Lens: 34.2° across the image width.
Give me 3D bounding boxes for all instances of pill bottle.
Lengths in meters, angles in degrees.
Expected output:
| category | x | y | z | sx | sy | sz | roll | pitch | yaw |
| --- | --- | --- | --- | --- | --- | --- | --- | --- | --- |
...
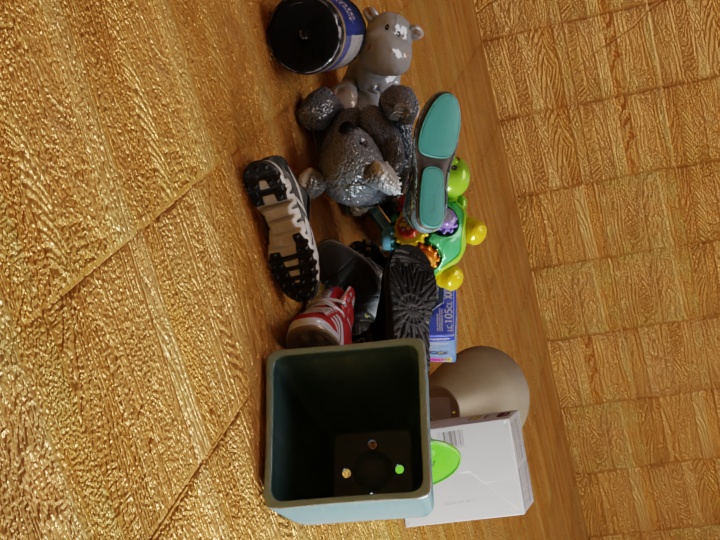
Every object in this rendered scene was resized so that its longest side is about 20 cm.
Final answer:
| category | x | y | z | sx | sy | sz | roll | pitch | yaw |
| --- | --- | --- | --- | --- | --- | --- | --- | --- | --- |
| pill bottle | -0.055 | -0.346 | 1.698 | 0.200 | 0.111 | 0.113 | -43 | 122 | -71 |

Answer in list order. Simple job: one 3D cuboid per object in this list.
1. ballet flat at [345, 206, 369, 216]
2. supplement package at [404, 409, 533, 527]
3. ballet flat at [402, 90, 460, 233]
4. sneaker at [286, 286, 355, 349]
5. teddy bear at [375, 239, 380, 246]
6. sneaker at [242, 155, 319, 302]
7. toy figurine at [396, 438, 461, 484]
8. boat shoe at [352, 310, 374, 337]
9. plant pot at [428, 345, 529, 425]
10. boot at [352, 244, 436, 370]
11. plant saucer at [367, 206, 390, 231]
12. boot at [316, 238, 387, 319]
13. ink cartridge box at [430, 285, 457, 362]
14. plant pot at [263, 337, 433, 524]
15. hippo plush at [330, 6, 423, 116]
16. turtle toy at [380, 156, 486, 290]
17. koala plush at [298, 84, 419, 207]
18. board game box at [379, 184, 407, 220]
| category | x | y | z | sx | sy | sz | roll | pitch | yaw |
| --- | --- | --- | --- | --- | --- | --- | --- | --- | --- |
| ballet flat | -0.016 | -0.181 | 1.819 | 0.072 | 0.071 | 0.201 | -72 | 149 | -58 |
| supplement package | 0.168 | 0.323 | 1.917 | 0.111 | 0.198 | 0.157 | -1 | 81 | -74 |
| ballet flat | 0.094 | -0.152 | 1.649 | 0.074 | 0.074 | 0.202 | 30 | 70 | -69 |
| sneaker | -0.052 | 0.060 | 1.548 | 0.200 | 0.071 | 0.113 | 59 | 29 | -68 |
| teddy bear | 0.054 | 0.019 | 1.940 | 0.146 | 0.066 | 0.201 | -87 | 160 | -44 |
| sneaker | -0.089 | -0.060 | 1.499 | 0.091 | 0.066 | 0.201 | -60 | 136 | -62 |
| toy figurine | 0.062 | 0.232 | 1.781 | 0.201 | 0.149 | 0.185 | 95 | -11 | -52 |
| boat shoe | 0.028 | 0.094 | 1.798 | 0.201 | 0.071 | 0.061 | 11 | 74 | -70 |
| plant pot | 0.180 | 0.237 | 2.095 | 0.199 | 0.186 | 0.189 | -3 | 84 | -59 |
| boot | 0.028 | 0.080 | 1.646 | 0.079 | 0.158 | 0.213 | 20 | 60 | -26 |
| plant saucer | 0.038 | -0.078 | 1.968 | 0.070 | 0.019 | 0.200 | 48 | 1 | 29 |
| boot | 0.000 | 0.000 | 1.739 | 0.199 | 0.073 | 0.151 | 34 | 15 | -23 |
| ink cartridge box | 0.114 | 0.056 | 1.838 | 0.200 | 0.076 | 0.138 | 69 | 22 | -71 |
| plant pot | 0.001 | 0.221 | 1.445 | 0.200 | 0.195 | 0.197 | 68 | 18 | -60 |
| hippo plush | 0.048 | -0.322 | 1.859 | 0.161 | 0.158 | 0.201 | -57 | -167 | 41 |
| turtle toy | 0.104 | -0.074 | 1.722 | 0.101 | 0.145 | 0.201 | 25 | 92 | -53 |
| koala plush | -0.005 | -0.152 | 1.671 | 0.200 | 0.176 | 0.185 | -72 | 158 | -65 |
| board game box | 0.056 | -0.123 | 1.908 | 0.120 | 0.032 | 0.200 | 51 | -9 | 13 |
